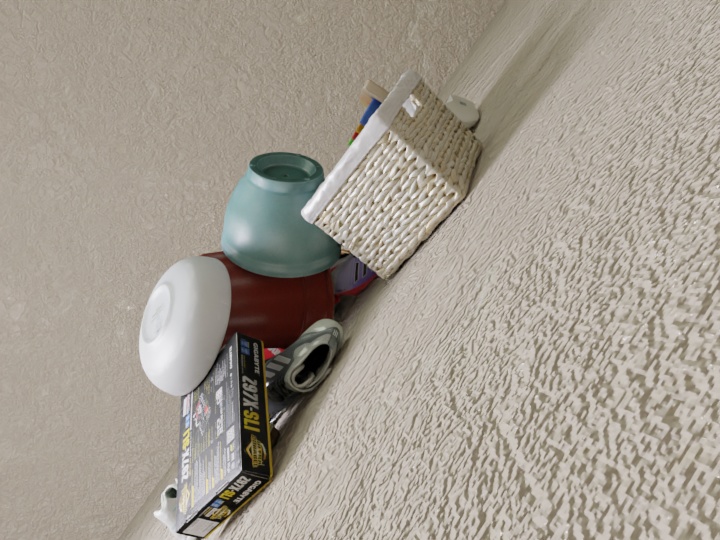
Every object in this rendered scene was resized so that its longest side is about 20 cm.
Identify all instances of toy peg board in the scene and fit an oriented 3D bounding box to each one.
[{"bbox_3d":[0.067,-0.224,1.131,0.099,0.197,0.199,-58,6,6],"label":"toy peg board"}]

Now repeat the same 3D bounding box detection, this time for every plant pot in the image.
[{"bbox_3d":[-0.120,-0.101,1.007,0.201,0.194,0.138,-62,-18,-58],"label":"plant pot"},{"bbox_3d":[-0.174,0.045,1.059,0.191,0.206,0.201,-4,-27,-35],"label":"plant pot"}]

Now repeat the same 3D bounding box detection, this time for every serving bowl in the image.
[{"bbox_3d":[-0.264,0.071,0.919,0.197,0.065,0.206,-25,56,42],"label":"serving bowl"}]

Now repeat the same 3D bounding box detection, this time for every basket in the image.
[{"bbox_3d":[0.051,-0.137,0.909,0.201,0.159,0.200,-48,7,36],"label":"basket"}]

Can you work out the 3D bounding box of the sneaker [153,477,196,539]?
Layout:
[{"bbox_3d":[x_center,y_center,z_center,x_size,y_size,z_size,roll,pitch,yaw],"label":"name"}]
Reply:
[{"bbox_3d":[-0.262,0.348,1.003,0.071,0.079,0.200,-53,5,1],"label":"sneaker"}]

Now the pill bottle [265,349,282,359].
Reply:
[{"bbox_3d":[-0.215,0.187,1.368,0.202,0.111,0.112,-55,7,-18],"label":"pill bottle"}]

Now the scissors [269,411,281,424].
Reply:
[{"bbox_3d":[-0.151,0.252,1.002,0.200,0.014,0.074,-47,6,41],"label":"scissors"}]

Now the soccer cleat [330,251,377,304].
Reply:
[{"bbox_3d":[0.000,0.000,1.062,0.197,0.075,0.068,-23,2,45],"label":"soccer cleat"}]

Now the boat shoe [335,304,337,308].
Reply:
[{"bbox_3d":[-0.097,0.093,1.224,0.073,0.061,0.202,-47,9,46],"label":"boat shoe"}]

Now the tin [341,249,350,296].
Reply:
[{"bbox_3d":[-0.066,0.004,1.231,0.112,0.042,0.198,-43,27,-19],"label":"tin"}]

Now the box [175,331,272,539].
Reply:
[{"bbox_3d":[-0.179,0.208,0.827,0.160,0.048,0.203,-47,37,30],"label":"box"}]

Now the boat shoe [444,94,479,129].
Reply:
[{"bbox_3d":[0.177,-0.280,1.212,0.201,0.070,0.070,-82,8,-64],"label":"boat shoe"}]

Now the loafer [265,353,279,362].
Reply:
[{"bbox_3d":[-0.161,0.195,1.154,0.071,0.068,0.200,-47,6,-35],"label":"loafer"}]

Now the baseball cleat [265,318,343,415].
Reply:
[{"bbox_3d":[-0.101,0.149,0.901,0.201,0.069,0.107,-50,7,24],"label":"baseball cleat"}]

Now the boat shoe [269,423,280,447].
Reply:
[{"bbox_3d":[-0.185,0.256,0.929,0.200,0.076,0.072,-48,7,41],"label":"boat shoe"}]
